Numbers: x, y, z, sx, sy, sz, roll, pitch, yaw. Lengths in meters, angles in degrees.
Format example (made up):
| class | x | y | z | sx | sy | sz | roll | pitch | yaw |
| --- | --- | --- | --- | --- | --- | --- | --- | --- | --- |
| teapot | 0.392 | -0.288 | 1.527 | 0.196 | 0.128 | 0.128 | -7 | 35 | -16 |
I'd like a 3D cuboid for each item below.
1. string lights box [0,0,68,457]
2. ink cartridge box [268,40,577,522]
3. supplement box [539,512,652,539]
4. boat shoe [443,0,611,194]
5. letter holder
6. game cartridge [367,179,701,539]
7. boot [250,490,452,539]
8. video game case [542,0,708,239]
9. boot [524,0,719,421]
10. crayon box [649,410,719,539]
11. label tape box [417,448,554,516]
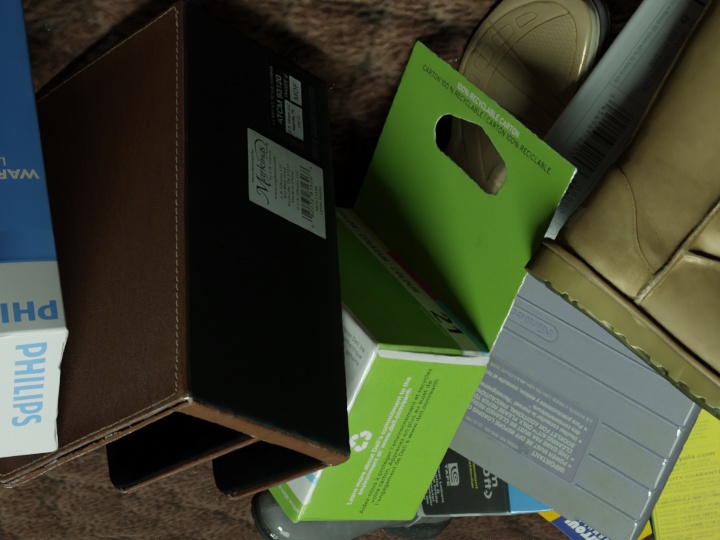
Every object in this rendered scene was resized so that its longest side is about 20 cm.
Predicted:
| class | x | y | z | sx | sy | sz | roll | pitch | yaw |
| --- | --- | --- | --- | --- | --- | --- | --- | --- | --- |
| string lights box | -0.165 | -0.031 | 0.664 | 0.059 | 0.200 | 0.103 | -4 | 148 | -17 |
| ink cartridge box | 0.000 | 0.000 | 0.769 | 0.076 | 0.148 | 0.200 | 5 | 118 | -36 |
| supplement box | 0.198 | 0.084 | 1.044 | 0.200 | 0.110 | 0.109 | -38 | 119 | 24 |
| boat shoe | 0.090 | -0.075 | 0.835 | 0.065 | 0.072 | 0.200 | -23 | 145 | -35 |
| letter holder | -0.094 | 0.003 | 0.734 | 0.142 | 0.200 | 0.101 | -25 | 145 | 34 |
| game cartridge | 0.081 | 0.047 | 0.834 | 0.038 | 0.200 | 0.130 | -35 | 149 | -49 |
| boot | 0.023 | 0.153 | 1.192 | 0.200 | 0.070 | 0.132 | -2 | 146 | -40 |
| video game case | 0.195 | -0.058 | 0.736 | 0.200 | 0.182 | 0.023 | -55 | 168 | 9 |
| boot | 0.195 | -0.032 | 0.691 | 0.200 | 0.175 | 0.066 | -52 | -178 | 3 |
| crayon box | 0.227 | 0.077 | 0.939 | 0.127 | 0.051 | 0.200 | -10 | 128 | 6 |
| label tape box | 0.092 | 0.071 | 0.931 | 0.066 | 0.143 | 0.200 | -2 | 172 | -20 |
